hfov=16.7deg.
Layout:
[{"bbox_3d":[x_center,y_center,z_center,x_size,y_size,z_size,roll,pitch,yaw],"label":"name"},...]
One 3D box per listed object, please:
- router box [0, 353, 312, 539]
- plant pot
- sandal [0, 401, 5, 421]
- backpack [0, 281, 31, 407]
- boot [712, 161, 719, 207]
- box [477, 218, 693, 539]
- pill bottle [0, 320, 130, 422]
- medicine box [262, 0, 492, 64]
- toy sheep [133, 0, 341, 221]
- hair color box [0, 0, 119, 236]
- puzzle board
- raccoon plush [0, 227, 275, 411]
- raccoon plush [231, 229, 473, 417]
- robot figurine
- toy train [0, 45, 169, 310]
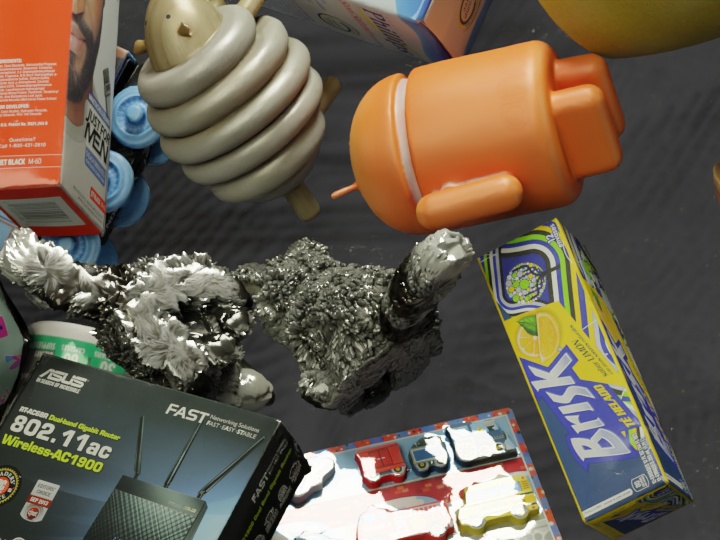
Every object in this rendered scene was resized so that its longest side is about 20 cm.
[{"bbox_3d":[-0.152,0.149,1.569,0.199,0.062,0.150,13,61,28],"label":"router box"},{"bbox_3d":[0.193,-0.224,1.651,0.142,0.199,0.201,-41,61,32],"label":"plant pot"},{"bbox_3d":[-0.328,0.057,1.829,0.200,0.055,0.082,45,99,12],"label":"sandal"},{"bbox_3d":[-0.324,0.030,1.706,0.200,0.126,0.167,49,125,29],"label":"backpack"},{"bbox_3d":[0.259,0.022,1.589,0.073,0.200,0.156,4,113,-2],"label":"boot"},{"bbox_3d":[0.148,0.072,1.625,0.064,0.070,0.201,-28,66,14],"label":"box"},{"bbox_3d":[-0.204,0.146,1.716,0.112,0.113,0.202,7,77,23],"label":"pill bottle"},{"bbox_3d":[0.012,-0.267,1.765,0.199,0.103,0.183,21,82,26],"label":"medicine box"},{"bbox_3d":[-0.084,-0.117,1.726,0.137,0.200,0.138,-34,21,15],"label":"toy sheep"},{"bbox_3d":[-0.214,-0.136,1.709,0.063,0.111,0.202,-2,74,10],"label":"hair color box"},{"bbox_3d":[0.028,0.169,1.605,0.198,0.017,0.151,-12,51,-10],"label":"puzzle board"},{"bbox_3d":[-0.148,0.041,1.666,0.199,0.134,0.097,34,63,8],"label":"raccoon plush"},{"bbox_3d":[0.000,0.000,1.662,0.200,0.096,0.134,-50,63,33],"label":"raccoon plush"},{"bbox_3d":[0.079,-0.090,1.679,0.199,0.117,0.145,-12,72,17],"label":"robot figurine"},{"bbox_3d":[-0.211,-0.074,1.791,0.114,0.087,0.201,26,85,10],"label":"toy train"}]
